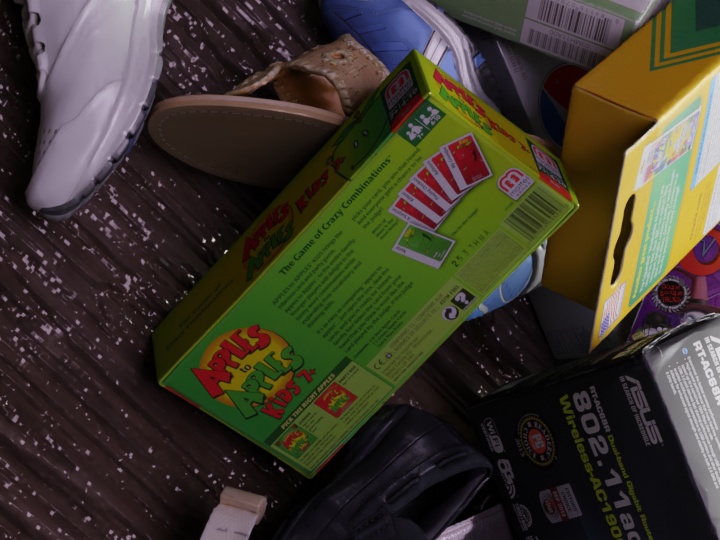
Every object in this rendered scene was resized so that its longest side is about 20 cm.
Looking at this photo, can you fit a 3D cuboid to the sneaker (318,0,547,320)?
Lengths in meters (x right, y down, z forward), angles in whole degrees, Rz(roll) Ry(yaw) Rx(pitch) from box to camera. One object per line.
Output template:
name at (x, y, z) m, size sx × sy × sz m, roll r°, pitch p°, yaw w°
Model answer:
sneaker at (0.034, -0.065, 1.212) m, size 0.077 × 0.076 × 0.201 m, roll -38°, pitch 102°, yaw -29°

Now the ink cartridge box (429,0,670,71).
ink cartridge box at (0.113, -0.199, 1.249) m, size 0.145 × 0.048 × 0.200 m, roll 22°, pitch 46°, yaw 13°

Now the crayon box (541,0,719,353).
crayon box at (0.154, -0.064, 1.182) m, size 0.200 × 0.051 × 0.126 m, roll -41°, pitch 147°, yaw -43°

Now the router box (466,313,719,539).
router box at (0.151, 0.136, 1.163) m, size 0.062 × 0.150 × 0.201 m, roll -22°, pitch 88°, yaw -37°

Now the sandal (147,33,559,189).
sandal at (-0.002, -0.083, 1.160) m, size 0.210 × 0.078 × 0.070 m, roll 9°, pitch 63°, yaw -12°

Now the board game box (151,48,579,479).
board game box at (0.000, 0.000, 1.127) m, size 0.101 × 0.048 × 0.200 m, roll 34°, pitch 111°, yaw -26°

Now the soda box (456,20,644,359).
soda box at (0.111, -0.055, 1.271) m, size 0.068 × 0.064 × 0.201 m, roll -30°, pitch 103°, yaw -33°

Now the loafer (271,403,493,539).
loafer at (0.003, 0.137, 1.137) m, size 0.201 × 0.070 × 0.068 m, roll -48°, pitch 153°, yaw -48°

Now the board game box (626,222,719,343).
board game box at (0.241, 0.056, 1.223) m, size 0.199 × 0.032 × 0.121 m, roll 20°, pitch 66°, yaw 10°

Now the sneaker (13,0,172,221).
sneaker at (-0.134, -0.121, 1.120) m, size 0.087 × 0.074 × 0.201 m, roll 18°, pitch 72°, yaw -14°

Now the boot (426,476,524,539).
boot at (0.110, 0.187, 1.244) m, size 0.199 × 0.069 × 0.175 m, roll -17°, pitch 95°, yaw -32°

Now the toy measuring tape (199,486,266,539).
toy measuring tape at (-0.086, 0.206, 1.113) m, size 0.073 × 0.073 × 0.201 m, roll 32°, pitch 65°, yaw -27°
